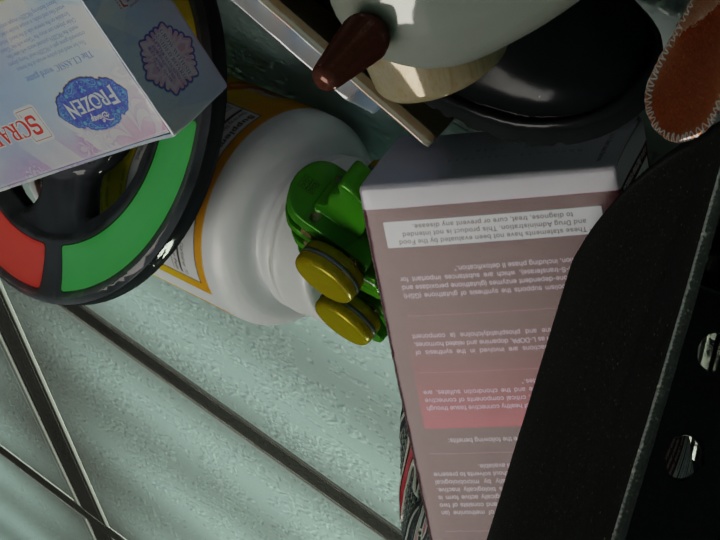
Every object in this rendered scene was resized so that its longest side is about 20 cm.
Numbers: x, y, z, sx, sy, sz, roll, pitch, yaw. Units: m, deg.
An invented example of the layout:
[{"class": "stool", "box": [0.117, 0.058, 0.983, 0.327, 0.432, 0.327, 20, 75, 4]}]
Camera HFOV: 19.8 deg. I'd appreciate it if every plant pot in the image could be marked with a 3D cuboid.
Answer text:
[{"class": "plant pot", "box": [0.147, 0.071, 0.704, 0.199, 0.201, 0.177, 19, 177, -17]}]

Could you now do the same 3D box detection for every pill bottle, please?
[{"class": "pill bottle", "box": [-0.069, -0.041, 1.031, 0.200, 0.109, 0.109, 24, 155, 38]}]

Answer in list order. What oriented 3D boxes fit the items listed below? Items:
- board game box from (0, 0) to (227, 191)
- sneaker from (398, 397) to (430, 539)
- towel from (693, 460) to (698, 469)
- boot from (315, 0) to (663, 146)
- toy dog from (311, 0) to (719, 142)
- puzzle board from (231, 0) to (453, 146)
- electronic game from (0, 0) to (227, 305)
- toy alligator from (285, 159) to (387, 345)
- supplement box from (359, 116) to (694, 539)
[{"class": "board game box", "box": [-0.178, -0.131, 0.891, 0.200, 0.041, 0.200, -11, 118, 50]}, {"class": "sneaker", "box": [0.057, 0.102, 1.027, 0.080, 0.201, 0.075, -3, 180, 12]}, {"class": "towel", "box": [0.207, 0.184, 1.027, 0.200, 0.112, 0.048, 45, 123, -11]}, {"class": "boot", "box": [0.013, -0.143, 0.716, 0.200, 0.076, 0.168, 37, 164, 29]}, {"class": "toy dog", "box": [0.058, -0.094, 0.616, 0.200, 0.097, 0.132, -26, 117, 42]}, {"class": "puzzle board", "box": [-0.042, -0.121, 0.841, 0.200, 0.017, 0.151, 40, -168, 0]}, {"class": "electronic game", "box": [-0.137, -0.083, 0.991, 0.200, 0.201, 0.042, 24, -166, 39]}, {"class": "toy alligator", "box": [0.000, 0.000, 0.931, 0.054, 0.059, 0.200, 30, 162, 24]}, {"class": "supplement box", "box": [0.075, 0.043, 0.851, 0.108, 0.061, 0.201, -3, 112, 20]}]
